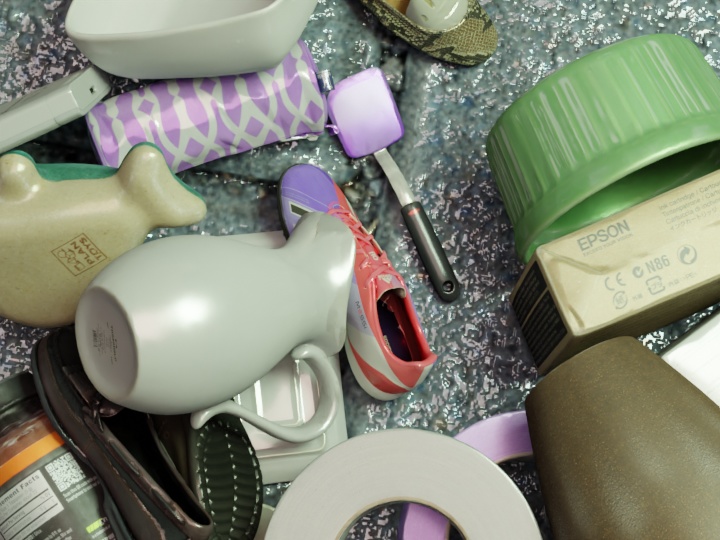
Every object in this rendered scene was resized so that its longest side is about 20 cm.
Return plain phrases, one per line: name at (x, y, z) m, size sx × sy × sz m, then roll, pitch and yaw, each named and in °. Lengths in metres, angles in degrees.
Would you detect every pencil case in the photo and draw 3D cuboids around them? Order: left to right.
pencil case at (-0.119, -0.119, 1.087) m, size 0.199 × 0.084 × 0.086 m, roll -18°, pitch 105°, yaw -4°

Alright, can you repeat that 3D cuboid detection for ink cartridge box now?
ink cartridge box at (0.221, -0.002, 1.031) m, size 0.199 × 0.165 × 0.076 m, roll -23°, pitch 78°, yaw -7°

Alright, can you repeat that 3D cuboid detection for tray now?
tray at (-0.070, 0.065, 1.078) m, size 0.107 × 0.022 × 0.202 m, roll -6°, pitch 79°, yaw -5°

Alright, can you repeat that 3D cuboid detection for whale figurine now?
whale figurine at (-0.211, -0.042, 1.027) m, size 0.199 × 0.159 × 0.104 m, roll -26°, pitch 36°, yaw 22°

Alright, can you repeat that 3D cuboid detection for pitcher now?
pitcher at (-0.095, 0.056, 0.980) m, size 0.199 × 0.121 × 0.173 m, roll -14°, pitch 100°, yaw -41°

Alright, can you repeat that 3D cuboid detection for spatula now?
spatula at (0.032, -0.066, 1.109) m, size 0.056 × 0.021 × 0.201 m, roll -24°, pitch 81°, yaw -8°

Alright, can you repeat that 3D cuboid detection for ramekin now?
ramekin at (0.192, -0.091, 1.036) m, size 0.199 × 0.200 × 0.098 m, roll -22°, pitch 73°, yaw -7°

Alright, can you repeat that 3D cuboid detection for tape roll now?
tape roll at (0.030, 0.214, 0.965) m, size 0.199 × 0.066 × 0.202 m, roll 0°, pitch 80°, yaw 3°
tape roll at (0.128, 0.209, 1.036) m, size 0.198 × 0.066 × 0.202 m, roll 0°, pitch 78°, yaw -2°

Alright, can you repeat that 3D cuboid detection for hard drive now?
hard drive at (-0.290, -0.097, 1.028) m, size 0.199 × 0.132 × 0.027 m, roll -23°, pitch 106°, yaw 6°

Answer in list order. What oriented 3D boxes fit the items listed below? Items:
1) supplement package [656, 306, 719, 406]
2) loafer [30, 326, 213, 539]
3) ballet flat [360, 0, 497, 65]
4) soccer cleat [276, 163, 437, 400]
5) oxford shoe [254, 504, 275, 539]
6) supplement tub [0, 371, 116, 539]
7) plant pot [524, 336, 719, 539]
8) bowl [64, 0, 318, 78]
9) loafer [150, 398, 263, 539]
supplement package at (0.313, 0.125, 1.035) m, size 0.109 × 0.114 × 0.201 m, roll -34°, pitch 81°, yaw -10°
loafer at (-0.165, 0.119, 0.974) m, size 0.063 × 0.072 × 0.201 m, roll -40°, pitch 72°, yaw 28°
ballet flat at (0.028, -0.239, 1.116) m, size 0.199 × 0.075 × 0.068 m, roll 36°, pitch 78°, yaw 5°
soccer cleat at (0.000, 0.000, 1.060) m, size 0.068 × 0.073 × 0.201 m, roll -19°, pitch 81°, yaw -33°
oxford shoe at (-0.042, 0.239, 1.027) m, size 0.200 × 0.058 × 0.075 m, roll 38°, pitch 83°, yaw 8°
supplement tub at (-0.219, 0.175, 1.007) m, size 0.107 × 0.107 × 0.201 m, roll -34°, pitch 81°, yaw -8°
plant pot at (0.200, 0.154, 0.942) m, size 0.186 × 0.187 × 0.201 m, roll -27°, pitch 66°, yaw -7°
bowl at (-0.112, -0.220, 1.063) m, size 0.199 × 0.075 × 0.200 m, roll 0°, pitch 47°, yaw 23°
loafer at (-0.129, 0.129, 1.038) m, size 0.071 × 0.073 × 0.201 m, roll -29°, pitch 61°, yaw 31°
